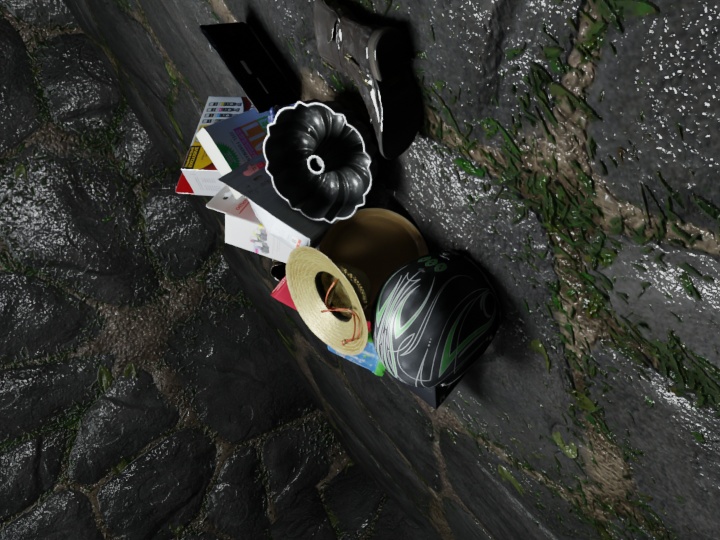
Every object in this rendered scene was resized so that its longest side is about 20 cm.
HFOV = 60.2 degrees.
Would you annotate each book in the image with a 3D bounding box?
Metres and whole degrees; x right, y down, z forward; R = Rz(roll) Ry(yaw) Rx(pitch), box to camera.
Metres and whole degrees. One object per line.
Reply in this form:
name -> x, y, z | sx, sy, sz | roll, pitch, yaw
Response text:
book -> -0.203, -0.230, 1.173 | 0.048, 0.200, 0.135 | -26, 101, 38

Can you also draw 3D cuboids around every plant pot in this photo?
plant pot -> 0.022, -0.010, 1.081 | 0.201, 0.198, 0.028 | 58, -171, -13

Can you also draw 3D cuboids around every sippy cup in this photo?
sippy cup -> 0.003, 0.136, 1.292 | 0.128, 0.141, 0.179 | 16, 136, 0

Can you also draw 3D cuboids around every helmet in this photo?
helmet -> 0.107, 0.082, 0.986 | 0.200, 0.190, 0.201 | 44, 158, 23

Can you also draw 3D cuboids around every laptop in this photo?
laptop -> -0.206, -0.352, 1.149 | 0.103, 0.200, 0.178 | -35, 93, 36

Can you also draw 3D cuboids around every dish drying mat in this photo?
dish drying mat -> -0.060, 0.064, 1.132 | 0.198, 0.077, 0.018 | 28, -150, -24

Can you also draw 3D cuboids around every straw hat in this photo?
straw hat -> -0.030, 0.035, 1.033 | 0.200, 0.085, 0.203 | 32, 138, 35

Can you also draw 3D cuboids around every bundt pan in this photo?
bundt pan -> -0.056, -0.185, 1.013 | 0.199, 0.076, 0.204 | 14, 125, 21

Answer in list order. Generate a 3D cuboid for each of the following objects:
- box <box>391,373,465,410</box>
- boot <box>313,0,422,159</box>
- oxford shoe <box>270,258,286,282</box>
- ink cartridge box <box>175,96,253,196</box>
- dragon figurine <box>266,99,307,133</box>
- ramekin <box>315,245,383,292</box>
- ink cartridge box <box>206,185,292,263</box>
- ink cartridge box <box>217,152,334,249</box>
box -> 0.128, 0.159, 1.201 | 0.122, 0.106, 0.201 | 33, 155, 28
boot -> 0.002, -0.268, 0.847 | 0.174, 0.069, 0.202 | 42, 151, 42
oxford shoe -> -0.137, -0.024, 1.191 | 0.200, 0.083, 0.074 | -126, 31, -54
ink cartridge box -> -0.285, -0.254, 1.268 | 0.173, 0.202, 0.084 | 3, 148, 10
dragon figurine -> -0.116, -0.240, 1.132 | 0.059, 0.099, 0.201 | 47, 161, 19
ramekin -> 0.000, 0.000, 1.196 | 0.199, 0.098, 0.202 | 30, 145, 23
ink cartridge box -> -0.174, -0.091, 1.152 | 0.197, 0.116, 0.068 | 19, 130, 9
ink cartridge box -> -0.131, -0.125, 1.102 | 0.198, 0.162, 0.051 | 31, 131, 13
